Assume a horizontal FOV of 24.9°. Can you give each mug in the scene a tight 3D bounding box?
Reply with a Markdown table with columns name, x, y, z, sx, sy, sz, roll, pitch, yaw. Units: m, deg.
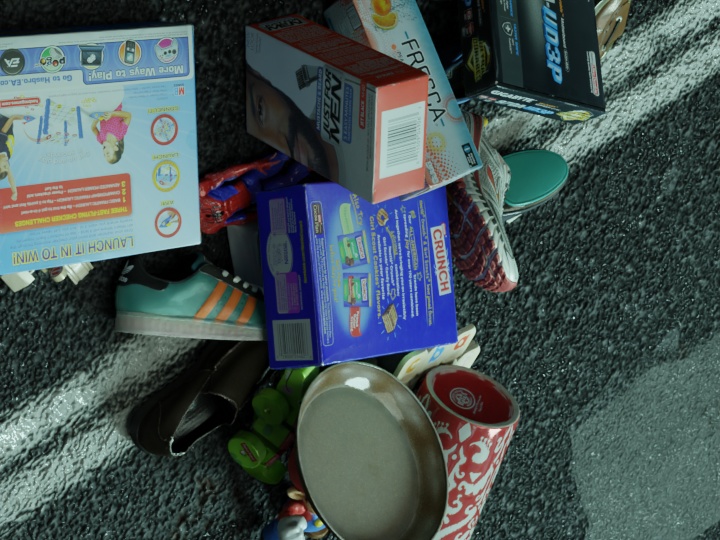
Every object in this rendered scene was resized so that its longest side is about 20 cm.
| name | x | y | z | sx | sy | sz | roll | pitch | yaw |
| --- | --- | --- | --- | --- | --- | --- | --- | --- | --- |
| mug | 0.076 | 0.199 | 1.753 | 0.133 | 0.178 | 0.200 | 7 | 121 | -26 |

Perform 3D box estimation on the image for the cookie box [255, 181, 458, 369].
| name | x | y | z | sx | sy | sz | roll | pitch | yaw |
| --- | --- | --- | --- | --- | --- | --- | --- | --- | --- |
| cookie box | 0.000 | 0.000 | 1.570 | 0.200 | 0.075 | 0.172 | -5 | 91 | -47 |

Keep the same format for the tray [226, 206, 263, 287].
| name | x | y | z | sx | sy | sz | roll | pitch | yaw |
| --- | --- | --- | --- | --- | --- | --- | --- | --- | --- |
| tray | -0.039 | -0.029 | 1.636 | 0.200 | 0.022 | 0.108 | -19 | 114 | -30 |

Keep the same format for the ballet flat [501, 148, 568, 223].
| name | x | y | z | sx | sy | sz | roll | pitch | yaw |
| --- | --- | --- | --- | --- | --- | --- | --- | --- | --- |
| ballet flat | 0.131 | -0.074 | 1.735 | 0.200 | 0.073 | 0.073 | -26 | 126 | -28 |

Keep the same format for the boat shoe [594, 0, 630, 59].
| name | x | y | z | sx | sy | sz | roll | pitch | yaw |
| --- | --- | --- | --- | --- | --- | --- | --- | --- | --- |
| boat shoe | 0.247 | -0.277 | 1.724 | 0.068 | 0.072 | 0.200 | 21 | 107 | -47 |

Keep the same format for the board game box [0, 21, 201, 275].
| name | x | y | z | sx | sy | sz | roll | pitch | yaw |
| --- | --- | --- | --- | --- | --- | --- | --- | --- | --- |
| board game box | -0.238 | -0.109 | 1.400 | 0.199 | 0.056 | 0.197 | -9 | 106 | -35 |

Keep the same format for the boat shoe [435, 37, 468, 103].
| name | x | y | z | sx | sy | sz | roll | pitch | yaw |
| --- | --- | --- | --- | --- | --- | --- | --- | --- | --- |
| boat shoe | 0.117 | -0.196 | 1.655 | 0.200 | 0.069 | 0.084 | -29 | 127 | -25 |

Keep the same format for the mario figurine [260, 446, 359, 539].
| name | x | y | z | sx | sy | sz | roll | pitch | yaw |
| --- | --- | --- | --- | --- | --- | --- | --- | --- | --- |
| mario figurine | -0.038 | 0.249 | 1.674 | 0.106 | 0.124 | 0.200 | 13 | 147 | -9 |

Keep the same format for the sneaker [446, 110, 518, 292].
| name | x | y | z | sx | sy | sz | roll | pitch | yaw |
| --- | --- | --- | --- | --- | --- | --- | --- | --- | --- |
| sneaker | 0.124 | -0.076 | 1.649 | 0.082 | 0.078 | 0.201 | -9 | 75 | -29 |

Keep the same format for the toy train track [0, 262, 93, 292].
| name | x | y | z | sx | sy | sz | roll | pitch | yaw |
| --- | --- | --- | --- | --- | --- | --- | --- | --- | --- |
| toy train track | -0.242 | -0.055 | 1.465 | 0.200 | 0.033 | 0.115 | -46 | 132 | -12 |

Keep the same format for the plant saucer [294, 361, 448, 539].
| name | x | y | z | sx | sy | sz | roll | pitch | yaw |
| --- | --- | --- | --- | --- | --- | --- | --- | --- | --- |
| plant saucer | 0.006 | 0.188 | 1.590 | 0.200 | 0.032 | 0.201 | 23 | 54 | -35 |

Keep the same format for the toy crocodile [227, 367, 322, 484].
| name | x | y | z | sx | sy | sz | roll | pitch | yaw |
| --- | --- | --- | --- | --- | --- | --- | --- | --- | --- |
| toy crocodile | -0.079 | 0.148 | 1.638 | 0.068 | 0.062 | 0.200 | -48 | 171 | -46 |

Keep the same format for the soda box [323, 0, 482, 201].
| name | x | y | z | sx | sy | sz | roll | pitch | yaw |
| --- | --- | --- | --- | --- | --- | --- | --- | --- | --- |
| soda box | 0.039 | -0.173 | 1.544 | 0.068 | 0.064 | 0.201 | -22 | 91 | -28 |

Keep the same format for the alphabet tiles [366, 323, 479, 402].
| name | x | y | z | sx | sy | sz | roll | pitch | yaw |
| --- | --- | --- | --- | --- | --- | --- | --- | --- | --- |
| alphabet tiles | 0.047 | 0.138 | 1.745 | 0.200 | 0.015 | 0.196 | -22 | 150 | -43 |

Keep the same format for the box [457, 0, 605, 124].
| name | x | y | z | sx | sy | sz | roll | pitch | yaw |
| --- | --- | --- | --- | --- | --- | --- | --- | --- | --- |
| box | 0.166 | -0.255 | 1.613 | 0.159 | 0.046 | 0.201 | 9 | 72 | -40 |

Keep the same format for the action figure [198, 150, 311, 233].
| name | x | y | z | sx | sy | sz | roll | pitch | yaw |
| --- | --- | --- | --- | --- | --- | --- | --- | --- | --- |
| action figure | -0.097 | -0.083 | 1.559 | 0.200 | 0.052 | 0.066 | -29 | 132 | -22 |

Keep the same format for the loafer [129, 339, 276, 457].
| name | x | y | z | sx | sy | sz | roll | pitch | yaw |
| --- | --- | --- | --- | --- | --- | --- | --- | --- | --- |
| loafer | -0.133 | 0.119 | 1.612 | 0.200 | 0.071 | 0.073 | -43 | 131 | -14 |

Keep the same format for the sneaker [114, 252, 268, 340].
| name | x | y | z | sx | sy | sz | roll | pitch | yaw |
| --- | --- | --- | --- | --- | --- | --- | --- | --- | --- |
| sneaker | -0.134 | 0.024 | 1.549 | 0.199 | 0.071 | 0.080 | 3 | 91 | -26 |

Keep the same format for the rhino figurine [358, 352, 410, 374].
| name | x | y | z | sx | sy | sz | roll | pitch | yaw |
| --- | --- | --- | --- | --- | --- | --- | --- | --- | --- |
| rhino figurine | 0.004 | 0.111 | 1.723 | 0.200 | 0.060 | 0.088 | -42 | 150 | -12 |

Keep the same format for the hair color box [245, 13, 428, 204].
| name | x | y | z | sx | sy | sz | roll | pitch | yaw |
| --- | --- | --- | --- | --- | --- | --- | --- | --- | --- |
| hair color box | -0.025 | -0.149 | 1.475 | 0.064 | 0.200 | 0.111 | -17 | 122 | -32 |
